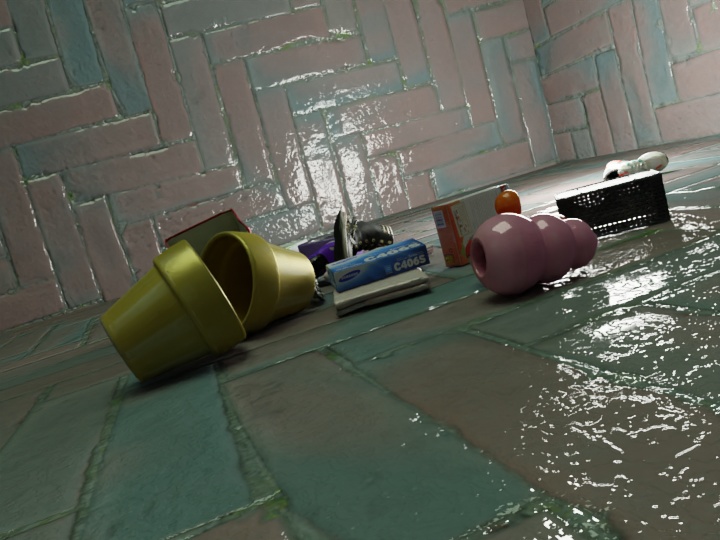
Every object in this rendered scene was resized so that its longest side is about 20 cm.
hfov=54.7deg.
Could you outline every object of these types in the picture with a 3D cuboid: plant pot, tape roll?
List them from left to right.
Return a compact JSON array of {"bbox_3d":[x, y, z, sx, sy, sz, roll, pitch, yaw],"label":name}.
[{"bbox_3d":[-0.327,0.082,1.190,0.188,0.202,0.201,-34,12,-14],"label":"plant pot"},{"bbox_3d":[-0.202,0.024,1.412,0.199,0.203,0.188,-9,-5,42],"label":"plant pot"},{"bbox_3d":[-0.096,-0.066,2.220,0.198,0.086,0.200,-15,7,2],"label":"tape roll"}]

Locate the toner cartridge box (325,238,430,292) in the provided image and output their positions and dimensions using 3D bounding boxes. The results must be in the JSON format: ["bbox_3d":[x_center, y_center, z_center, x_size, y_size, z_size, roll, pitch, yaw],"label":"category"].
[{"bbox_3d":[0.034,-0.013,1.430,0.198,0.044,0.095,-18,13,-10],"label":"toner cartridge box"}]

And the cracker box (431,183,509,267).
[{"bbox_3d":[0.257,-0.101,1.531,0.199,0.135,0.057,-20,8,-34],"label":"cracker box"}]

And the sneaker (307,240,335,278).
[{"bbox_3d":[-0.122,-0.003,1.830,0.199,0.070,0.100,-31,9,28],"label":"sneaker"}]

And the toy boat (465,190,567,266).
[{"bbox_3d":[0.273,-0.077,1.223,0.198,0.132,0.130,-6,-11,-33],"label":"toy boat"}]

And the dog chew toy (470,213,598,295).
[{"bbox_3d":[0.273,-0.032,1.075,0.198,0.126,0.124,-9,6,-12],"label":"dog chew toy"}]

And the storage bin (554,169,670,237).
[{"bbox_3d":[0.499,-0.129,1.393,0.198,0.095,0.135,-15,7,15],"label":"storage bin"}]

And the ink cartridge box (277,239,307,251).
[{"bbox_3d":[-0.285,-0.034,2.375,0.198,0.088,0.145,-13,8,34],"label":"ink cartridge box"}]

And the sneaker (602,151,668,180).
[{"bbox_3d":[0.843,-0.306,2.147,0.198,0.071,0.093,-6,29,43],"label":"sneaker"}]

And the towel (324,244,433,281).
[{"bbox_3d":[0.044,-0.013,1.605,0.190,0.033,0.199,-26,15,-38],"label":"towel"}]

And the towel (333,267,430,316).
[{"bbox_3d":[0.039,0.037,1.370,0.189,0.033,0.200,-17,7,1],"label":"towel"}]

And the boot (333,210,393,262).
[{"bbox_3d":[0.009,-0.063,1.777,0.149,0.074,0.201,12,41,-17],"label":"boot"}]

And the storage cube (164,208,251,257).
[{"bbox_3d":[-0.321,-0.005,1.597,0.199,0.181,0.171,-28,33,-13],"label":"storage cube"}]

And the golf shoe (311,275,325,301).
[{"bbox_3d":[-0.138,0.041,1.560,0.087,0.078,0.200,-29,16,-11],"label":"golf shoe"}]

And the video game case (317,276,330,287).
[{"bbox_3d":[0.000,0.000,1.786,0.198,0.019,0.143,-14,8,20],"label":"video game case"}]
